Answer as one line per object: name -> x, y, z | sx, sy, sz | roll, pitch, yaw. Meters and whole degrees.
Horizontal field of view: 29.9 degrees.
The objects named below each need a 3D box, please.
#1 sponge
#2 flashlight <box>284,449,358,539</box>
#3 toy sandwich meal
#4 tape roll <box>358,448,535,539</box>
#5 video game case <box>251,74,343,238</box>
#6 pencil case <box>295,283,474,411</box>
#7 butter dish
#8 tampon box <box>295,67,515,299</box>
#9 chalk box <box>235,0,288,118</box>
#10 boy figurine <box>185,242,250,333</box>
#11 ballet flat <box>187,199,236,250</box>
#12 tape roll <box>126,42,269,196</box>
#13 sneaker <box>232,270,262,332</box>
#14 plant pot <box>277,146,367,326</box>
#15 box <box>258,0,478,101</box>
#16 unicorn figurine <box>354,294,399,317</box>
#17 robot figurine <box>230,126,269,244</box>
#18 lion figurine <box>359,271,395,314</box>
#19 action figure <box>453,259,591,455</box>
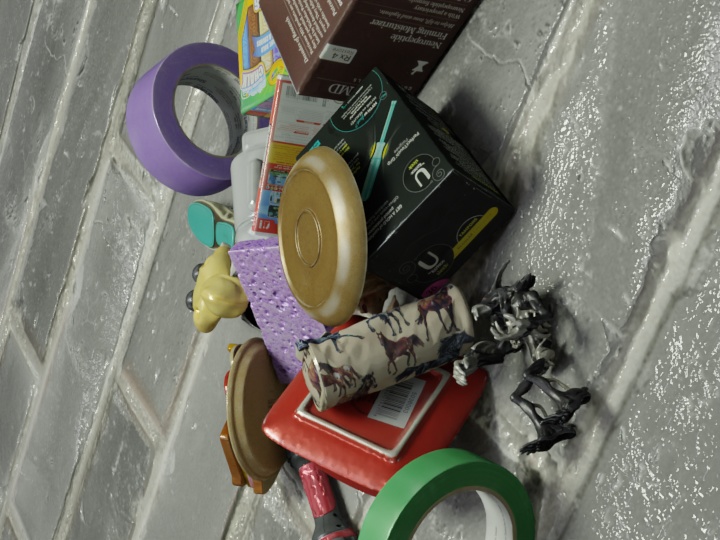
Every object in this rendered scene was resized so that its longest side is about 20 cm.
sponge -> -0.087, 0.052, 1.709 | 0.111, 0.030, 0.201 | -3, 118, 37
flashlight -> -0.053, 0.290, 1.713 | 0.068, 0.068, 0.201 | -51, 48, 41
toy sandwich meal -> -0.145, 0.187, 1.770 | 0.070, 0.205, 0.207 | -5, 81, 22
tape roll -> 0.089, 0.286, 1.389 | 0.048, 0.199, 0.202 | 18, 102, 54
video game case -> -0.052, -0.135, 1.692 | 0.017, 0.142, 0.202 | -147, 66, -68
pencil case -> 0.029, 0.080, 1.470 | 0.078, 0.199, 0.090 | 86, 159, -53
butter dish -> 0.021, 0.181, 1.532 | 0.198, 0.200, 0.148 | 21, 143, 24
tampon box -> 0.047, -0.096, 1.523 | 0.150, 0.126, 0.200 | -46, 47, 16
chalk box -> -0.079, -0.265, 1.759 | 0.124, 0.124, 0.202 | -18, 71, 53
boy figurine -> -0.192, 0.024, 1.808 | 0.200, 0.064, 0.125 | -179, 103, -74
ballet flat -> -0.190, -0.058, 1.954 | 0.200, 0.069, 0.070 | 33, 114, 58
tape roll -> -0.222, -0.211, 1.895 | 0.085, 0.199, 0.202 | -23, 68, 52
sneaker -> -0.137, 0.038, 1.847 | 0.200, 0.082, 0.075 | 29, 110, 54
plant pot -> -0.049, -0.036, 1.498 | 0.200, 0.027, 0.202 | 21, 114, 60
box -> 0.010, -0.324, 1.600 | 0.200, 0.165, 0.165 | -54, 46, 38
unicorn figurine -> -0.002, 0.135, 1.640 | 0.138, 0.074, 0.200 | 52, 122, 22
robot figurine -> -0.112, -0.088, 1.774 | 0.112, 0.170, 0.202 | -12, 72, 19
lion figurine -> 0.000, 0.000, 1.620 | 0.122, 0.200, 0.073 | -21, 105, 19
action figure -> 0.159, 0.082, 1.400 | 0.201, 0.101, 0.119 | 67, 148, 32
